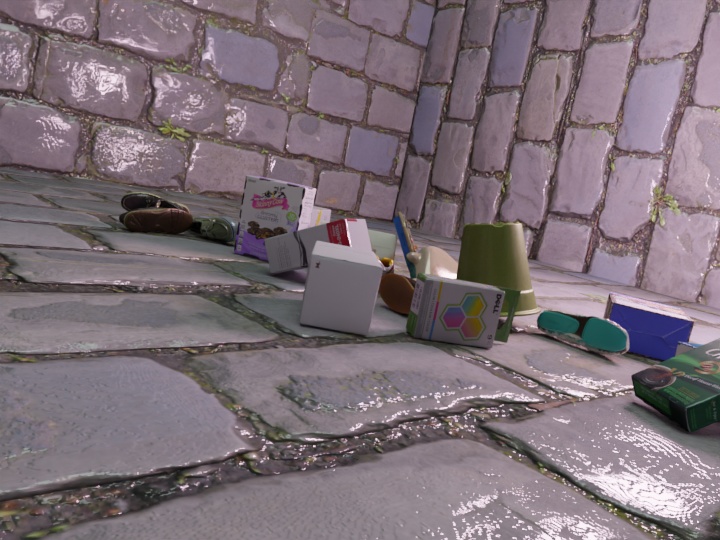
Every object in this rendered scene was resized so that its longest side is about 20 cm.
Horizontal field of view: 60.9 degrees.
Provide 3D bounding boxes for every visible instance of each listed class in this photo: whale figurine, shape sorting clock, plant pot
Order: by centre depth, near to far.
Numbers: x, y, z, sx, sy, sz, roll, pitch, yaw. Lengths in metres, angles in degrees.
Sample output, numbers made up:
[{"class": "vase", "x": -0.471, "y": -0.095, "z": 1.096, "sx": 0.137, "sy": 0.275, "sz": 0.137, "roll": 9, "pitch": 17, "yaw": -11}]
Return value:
[{"class": "plant pot", "x": 0.282, "y": -0.007, "z": 1.312, "sx": 0.199, "sy": 0.191, "sz": 0.200, "roll": -2, "pitch": 4, "yaw": 0}, {"class": "whale figurine", "x": 0.155, "y": 0.028, "z": 1.413, "sx": 0.159, "sy": 0.104, "sz": 0.200, "roll": 43, "pitch": 35, "yaw": 2}, {"class": "shape sorting clock", "x": 0.128, "y": -0.055, "z": 1.575, "sx": 0.039, "sy": 0.200, "sz": 0.200, "roll": -17, "pitch": 6, "yaw": 6}]

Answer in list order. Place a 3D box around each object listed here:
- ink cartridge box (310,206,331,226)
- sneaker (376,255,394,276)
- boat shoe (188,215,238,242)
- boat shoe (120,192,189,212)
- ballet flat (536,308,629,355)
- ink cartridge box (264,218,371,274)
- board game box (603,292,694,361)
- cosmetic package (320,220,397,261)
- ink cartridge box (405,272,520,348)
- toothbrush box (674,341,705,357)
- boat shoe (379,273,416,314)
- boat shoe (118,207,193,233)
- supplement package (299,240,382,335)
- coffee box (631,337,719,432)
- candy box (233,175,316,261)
[{"class": "ink cartridge box", "x": -0.189, "y": -0.112, "z": 1.668, "sx": 0.145, "sy": 0.145, "sz": 0.200, "roll": 13, "pitch": 9, "yaw": 19}, {"class": "sneaker", "x": 0.000, "y": 0.000, "z": 1.387, "sx": 0.078, "sy": 0.082, "sz": 0.200, "roll": 18, "pitch": 12, "yaw": 40}, {"class": "boat shoe", "x": -0.412, "y": -0.112, "z": 1.692, "sx": 0.200, "sy": 0.072, "sz": 0.062, "roll": 8, "pitch": 22, "yaw": 42}, {"class": "boat shoe", "x": -0.611, "y": -0.190, "z": 1.830, "sx": 0.200, "sy": 0.073, "sz": 0.065, "roll": 9, "pitch": 6, "yaw": -19}, {"class": "ballet flat", "x": 0.453, "y": 0.124, "z": 1.234, "sx": 0.072, "sy": 0.072, "sz": 0.200, "roll": 3, "pitch": 12, "yaw": -43}, {"class": "ink cartridge box", "x": -0.094, "y": -0.055, "z": 1.369, "sx": 0.200, "sy": 0.084, "sz": 0.145, "roll": -12, "pitch": 1, "yaw": 18}, {"class": "board game box", "x": 0.620, "y": 0.122, "z": 1.343, "sx": 0.159, "sy": 0.097, "sz": 0.200, "roll": 14, "pitch": 9, "yaw": 20}, {"class": "cosmetic package", "x": -0.014, "y": -0.050, "z": 1.560, "sx": 0.199, "sy": 0.087, "sz": 0.103, "roll": 11, "pitch": -29, "yaw": -1}, {"class": "ink cartridge box", "x": 0.189, "y": 0.074, "z": 1.069, "sx": 0.199, "sy": 0.104, "sz": 0.059, "roll": 10, "pitch": 9, "yaw": -12}, {"class": "toothbrush box", "x": 0.637, "y": 0.183, "z": 1.001, "sx": 0.200, "sy": 0.086, "sz": 0.146, "roll": 6, "pitch": 9, "yaw": -25}, {"class": "boat shoe", "x": 0.116, "y": 0.061, "z": 1.199, "sx": 0.070, "sy": 0.071, "sz": 0.200, "roll": 10, "pitch": 14, "yaw": -39}, {"class": "boat shoe", "x": -0.542, "y": -0.139, "z": 1.629, "sx": 0.065, "sy": 0.073, "sz": 0.200, "roll": 24, "pitch": 14, "yaw": 37}, {"class": "supplement package", "x": -0.035, "y": 0.024, "z": 1.056, "sx": 0.117, "sy": 0.118, "sz": 0.200, "roll": 12, "pitch": 8, "yaw": -3}, {"class": "coffee box", "x": 0.510, "y": 0.151, "z": 0.871, "sx": 0.200, "sy": 0.044, "sz": 0.123, "roll": -19, "pitch": 16, "yaw": -6}, {"class": "candy box", "x": -0.215, "y": -0.125, "z": 1.531, "sx": 0.167, "sy": 0.201, "sz": 0.072, "roll": 13, "pitch": 8, "yaw": 18}]
